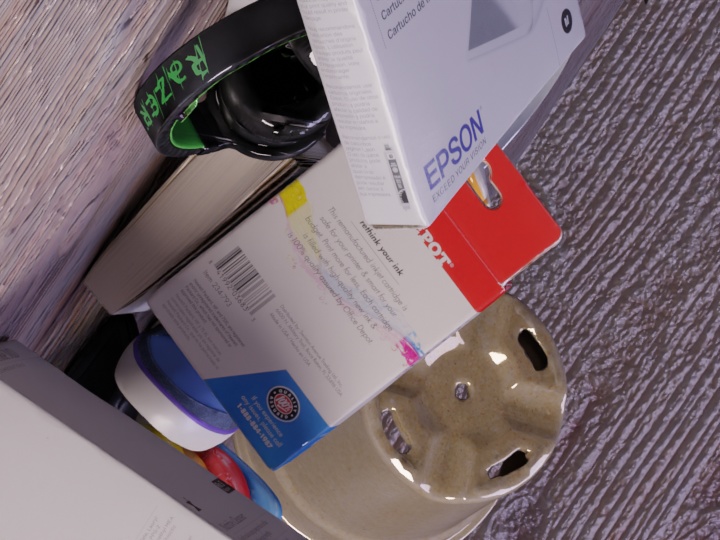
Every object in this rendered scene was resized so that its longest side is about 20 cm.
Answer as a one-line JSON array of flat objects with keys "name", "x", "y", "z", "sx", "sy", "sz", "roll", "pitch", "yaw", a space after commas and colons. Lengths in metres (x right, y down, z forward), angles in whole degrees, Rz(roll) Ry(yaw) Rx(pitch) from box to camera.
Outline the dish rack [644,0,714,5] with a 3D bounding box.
[{"name": "dish rack", "x": 0.139, "y": -0.211, "z": 1.537, "sx": 0.154, "sy": 0.198, "sz": 0.055, "roll": 110, "pitch": -11, "yaw": -45}]

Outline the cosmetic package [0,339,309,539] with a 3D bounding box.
[{"name": "cosmetic package", "x": -0.123, "y": 0.121, "z": 1.365, "sx": 0.081, "sy": 0.199, "sz": 0.113, "roll": -55, "pitch": 176, "yaw": 5}]

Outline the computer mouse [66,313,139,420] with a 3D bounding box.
[{"name": "computer mouse", "x": -0.180, "y": 0.125, "z": 1.655, "sx": 0.200, "sy": 0.046, "sz": 0.141, "roll": -54, "pitch": 172, "yaw": -19}]

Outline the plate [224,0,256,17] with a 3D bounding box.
[{"name": "plate", "x": -0.006, "y": -0.187, "z": 1.471, "sx": 0.200, "sy": 0.032, "sz": 0.200, "roll": -53, "pitch": 174, "yaw": -25}]

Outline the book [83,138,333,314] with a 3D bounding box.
[{"name": "book", "x": -0.081, "y": -0.031, "z": 1.587, "sx": 0.133, "sy": 0.048, "sz": 0.200, "roll": -42, "pitch": 175, "yaw": 7}]

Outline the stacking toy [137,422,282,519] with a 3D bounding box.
[{"name": "stacking toy", "x": -0.142, "y": 0.118, "z": 1.556, "sx": 0.116, "sy": 0.110, "sz": 0.200, "roll": -48, "pitch": 141, "yaw": -3}]

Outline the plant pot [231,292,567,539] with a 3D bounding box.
[{"name": "plant pot", "x": 0.037, "y": 0.081, "z": 1.742, "sx": 0.201, "sy": 0.200, "sz": 0.183, "roll": -54, "pitch": -171, "yaw": -17}]

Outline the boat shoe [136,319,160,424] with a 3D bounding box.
[{"name": "boat shoe", "x": -0.146, "y": 0.118, "z": 1.821, "sx": 0.202, "sy": 0.060, "sz": 0.072, "roll": -60, "pitch": 174, "yaw": 27}]

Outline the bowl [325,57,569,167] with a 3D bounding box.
[{"name": "bowl", "x": 0.043, "y": -0.125, "z": 1.809, "sx": 0.201, "sy": 0.090, "sz": 0.201, "roll": -41, "pitch": 163, "yaw": -16}]

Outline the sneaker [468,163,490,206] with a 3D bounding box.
[{"name": "sneaker", "x": 0.034, "y": -0.044, "z": 1.722, "sx": 0.077, "sy": 0.079, "sz": 0.200, "roll": -13, "pitch": 165, "yaw": -3}]

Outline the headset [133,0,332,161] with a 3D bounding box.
[{"name": "headset", "x": -0.019, "y": -0.096, "z": 1.390, "sx": 0.199, "sy": 0.094, "sz": 0.123, "roll": -21, "pitch": 165, "yaw": -43}]

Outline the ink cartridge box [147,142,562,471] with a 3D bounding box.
[{"name": "ink cartridge box", "x": 0.000, "y": 0.000, "z": 1.493, "sx": 0.200, "sy": 0.116, "sz": 0.067, "roll": -38, "pitch": 176, "yaw": 5}]

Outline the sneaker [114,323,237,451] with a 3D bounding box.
[{"name": "sneaker", "x": -0.054, "y": 0.019, "z": 1.615, "sx": 0.147, "sy": 0.081, "sz": 0.200, "roll": -49, "pitch": 171, "yaw": 16}]

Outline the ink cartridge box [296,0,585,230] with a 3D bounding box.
[{"name": "ink cartridge box", "x": 0.034, "y": -0.155, "z": 1.345, "sx": 0.200, "sy": 0.040, "sz": 0.201, "roll": -50, "pitch": 130, "yaw": -46}]
